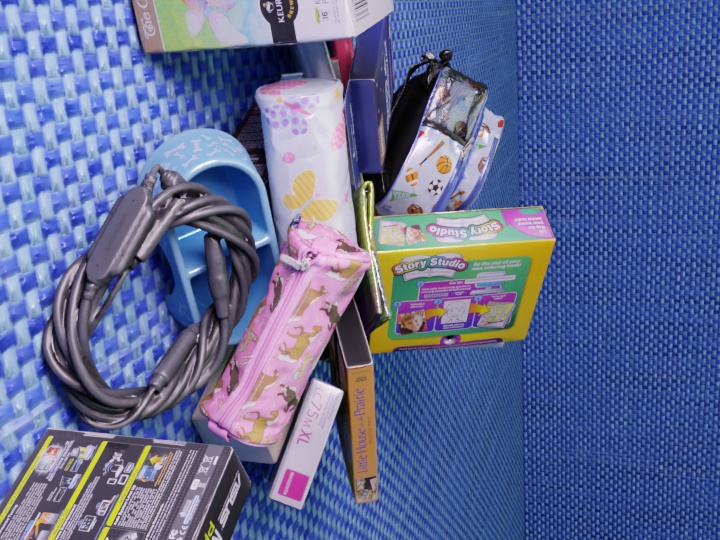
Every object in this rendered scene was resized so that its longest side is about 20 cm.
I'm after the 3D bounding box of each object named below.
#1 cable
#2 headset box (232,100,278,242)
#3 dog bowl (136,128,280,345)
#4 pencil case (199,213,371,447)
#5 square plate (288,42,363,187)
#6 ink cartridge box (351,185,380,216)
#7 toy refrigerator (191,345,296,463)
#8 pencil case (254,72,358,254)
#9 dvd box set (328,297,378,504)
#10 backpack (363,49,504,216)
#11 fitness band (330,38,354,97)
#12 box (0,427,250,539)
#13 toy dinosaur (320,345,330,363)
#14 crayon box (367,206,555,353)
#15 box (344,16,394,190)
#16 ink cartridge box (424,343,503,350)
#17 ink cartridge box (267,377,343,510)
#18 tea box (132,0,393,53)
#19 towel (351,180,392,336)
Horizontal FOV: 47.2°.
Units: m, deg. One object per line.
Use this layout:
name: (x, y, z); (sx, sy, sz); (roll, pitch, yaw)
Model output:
cable: (-0.158, 0.029, 0.646); (0.163, 0.050, 0.203); (39, 72, -53)
headset box: (-0.087, -0.076, 0.877); (0.202, 0.076, 0.150); (-71, 154, -43)
dog bowl: (-0.124, -0.021, 0.722); (0.110, 0.049, 0.203); (-24, 126, -22)
pencil case: (-0.066, 0.056, 0.717); (0.086, 0.083, 0.202); (19, 105, -33)
square plate: (-0.051, -0.217, 0.932); (0.202, 0.028, 0.200); (73, -5, -46)
ink cartridge box: (0.023, -0.025, 1.189); (0.147, 0.083, 0.203); (-59, 145, -53)
toy refrigerator: (-0.098, 0.094, 0.862); (0.202, 0.074, 0.071); (-69, 153, -43)
pencil case: (-0.045, -0.078, 0.768); (0.091, 0.081, 0.204); (-89, 173, -67)
dvd box set: (-0.011, 0.127, 0.884); (0.147, 0.029, 0.203); (-108, -168, -52)
backpack: (0.078, -0.146, 1.037); (0.193, 0.152, 0.200); (-62, -169, -11)
fitness band: (-0.019, -0.249, 1.069); (0.145, 0.037, 0.203); (-90, 171, -54)
box: (-0.176, 0.199, 0.518); (0.202, 0.157, 0.045); (-70, 152, -43)
toy dinosaur: (-0.040, 0.041, 1.062); (0.103, 0.075, 0.204); (96, -9, -66)
crayon box: (0.104, 0.013, 0.939); (0.174, 0.196, 0.059); (94, -11, -46)
box: (0.013, -0.195, 0.887); (0.122, 0.032, 0.202); (82, 13, -49)
ink cartridge box: (0.096, 0.028, 1.064); (0.146, 0.196, 0.085); (94, -8, -48)
ink cartridge box: (-0.061, 0.181, 0.875); (0.200, 0.041, 0.121); (132, -21, -77)
tea box: (-0.088, -0.297, 0.677); (0.134, 0.193, 0.204); (-55, 141, -59)
towel: (0.000, 0.000, 0.884); (0.200, 0.022, 0.146); (121, -38, -74)
